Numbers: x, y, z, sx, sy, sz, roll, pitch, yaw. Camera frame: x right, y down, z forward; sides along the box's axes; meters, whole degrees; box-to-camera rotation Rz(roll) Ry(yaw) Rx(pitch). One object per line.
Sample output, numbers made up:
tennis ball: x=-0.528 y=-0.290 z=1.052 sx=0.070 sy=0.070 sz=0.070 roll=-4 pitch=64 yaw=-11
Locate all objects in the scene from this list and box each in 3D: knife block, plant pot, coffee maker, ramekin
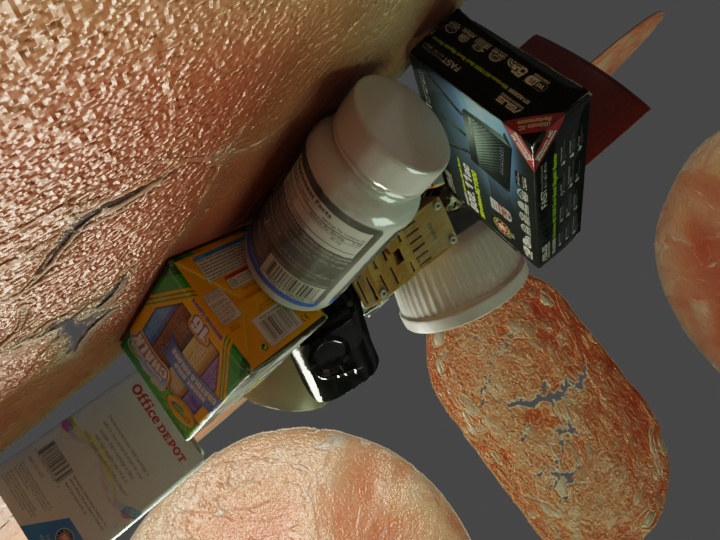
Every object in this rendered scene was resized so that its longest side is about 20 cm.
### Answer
knife block: x=0.036 y=-0.043 z=0.746 sx=0.198 sy=0.065 sz=0.174 roll=-36 pitch=-162 yaw=-20
plant pot: x=0.238 y=-0.195 z=0.802 sx=0.198 sy=0.178 sz=0.200 roll=-39 pitch=173 yaw=-1
coffee maker: x=-0.050 y=0.089 z=0.740 sx=0.130 sy=0.197 sz=0.202 roll=-9 pitch=146 yaw=5
ramekin: x=0.129 y=-0.010 z=0.811 sx=0.196 sy=0.107 sz=0.201 roll=-26 pitch=-166 yaw=7
plant pot: x=-0.136 y=0.153 z=1.067 sx=0.200 sy=0.195 sz=0.139 roll=-20 pitch=126 yaw=-71

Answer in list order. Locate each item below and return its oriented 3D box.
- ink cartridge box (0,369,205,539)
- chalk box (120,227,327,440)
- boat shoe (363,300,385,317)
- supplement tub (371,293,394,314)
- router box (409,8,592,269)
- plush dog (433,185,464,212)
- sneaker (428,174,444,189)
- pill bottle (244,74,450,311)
ink cartridge box: x=-0.309 y=0.241 z=0.698 sx=0.198 sy=0.146 sz=0.085 roll=-36 pitch=174 yaw=-25
chalk box: x=-0.152 y=0.073 z=0.591 sx=0.200 sy=0.125 sz=0.124 roll=-43 pitch=173 yaw=38
boat shoe: x=0.003 y=0.047 z=0.936 sx=0.200 sy=0.072 sz=0.068 roll=-44 pitch=130 yaw=3
supplement tub: x=0.020 y=0.015 z=1.207 sx=0.122 sy=0.124 sz=0.200 roll=-31 pitch=170 yaw=-49
router box: x=0.129 y=-0.111 z=0.524 sx=0.062 sy=0.150 sz=0.201 roll=-38 pitch=147 yaw=-4
plush dog: x=0.139 y=-0.098 z=0.940 sx=0.198 sy=0.160 sz=0.174 roll=-35 pitch=150 yaw=-29
sneaker: x=0.042 y=-0.116 z=0.709 sx=0.198 sy=0.080 sz=0.077 roll=-34 pitch=-173 yaw=-23
pill bottle: x=-0.017 y=-0.061 z=0.502 sx=0.113 sy=0.115 sz=0.200 roll=-32 pitch=170 yaw=-47
